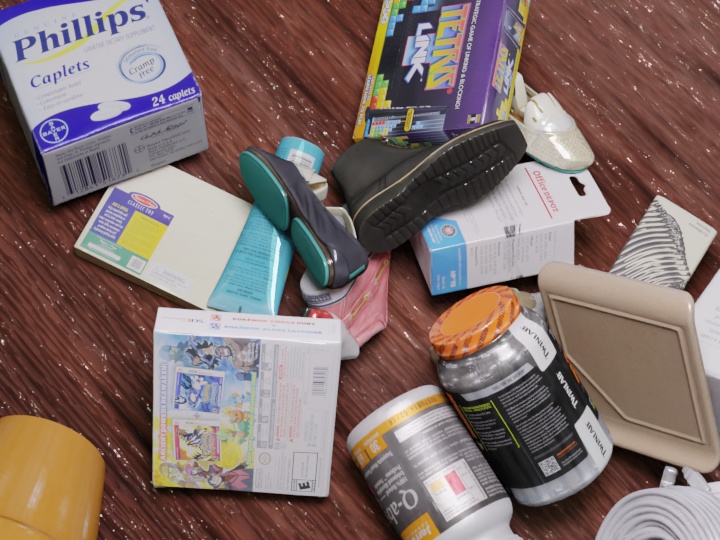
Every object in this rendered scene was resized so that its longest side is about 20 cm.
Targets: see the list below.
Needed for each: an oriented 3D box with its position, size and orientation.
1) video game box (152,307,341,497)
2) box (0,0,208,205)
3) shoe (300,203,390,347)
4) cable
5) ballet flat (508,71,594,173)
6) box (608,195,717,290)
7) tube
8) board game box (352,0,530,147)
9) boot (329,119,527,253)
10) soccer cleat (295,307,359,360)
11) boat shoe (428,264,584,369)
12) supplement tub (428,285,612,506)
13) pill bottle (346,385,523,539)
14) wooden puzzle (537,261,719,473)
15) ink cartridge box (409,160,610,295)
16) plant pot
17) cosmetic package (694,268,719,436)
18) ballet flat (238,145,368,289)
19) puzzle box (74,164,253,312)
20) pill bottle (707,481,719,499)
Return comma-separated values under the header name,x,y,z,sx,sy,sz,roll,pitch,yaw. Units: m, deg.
name,x,y,z,sx,sy,sz,roll,pitch,yaw
video game box,-0.114,0.133,1.627,0.180,0.201,0.047,3,34,-4
box,-0.284,-0.202,1.773,0.183,0.105,0.201,-21,61,-12
shoe,0.000,0.000,1.752,0.071,0.092,0.201,-1,36,27
cable,0.300,0.307,1.580,0.069,0.201,0.200,10,20,-32
ballet flat,0.177,-0.177,1.794,0.067,0.063,0.200,-27,49,-29
box,0.296,0.026,1.757,0.082,0.068,0.201,31,69,7
tube,-0.094,-0.043,1.745,0.077,0.050,0.201,13,71,20
board game box,0.090,-0.225,1.805,0.164,0.057,0.202,-4,63,34
boot,0.062,-0.121,1.719,0.199,0.078,0.139,-29,39,0
soccer cleat,-0.093,0.100,1.683,0.199,0.085,0.069,-28,53,25
boat shoe,0.161,0.050,1.736,0.200,0.075,0.069,-37,81,-15
supplement tub,0.157,0.123,1.639,0.122,0.122,0.201,-37,109,-16
pill bottle,0.080,0.225,1.640,0.116,0.117,0.201,-28,72,-13
wooden puzzle,0.270,0.092,1.635,0.184,0.201,0.037,15,39,43
ink cartridge box,0.156,-0.050,1.754,0.198,0.067,0.116,-11,40,-8
plant pot,-0.331,0.249,1.576,0.198,0.201,0.184,14,52,2
cosmetic package,0.437,0.083,1.664,0.167,0.167,0.200,25,66,38
ballet flat,-0.053,-0.059,1.688,0.073,0.073,0.200,-28,55,-13
puzzle box,-0.190,-0.035,1.771,0.199,0.025,0.134,26,69,6
pill bottle,0.380,0.317,1.626,0.113,0.114,0.202,1,69,-3
